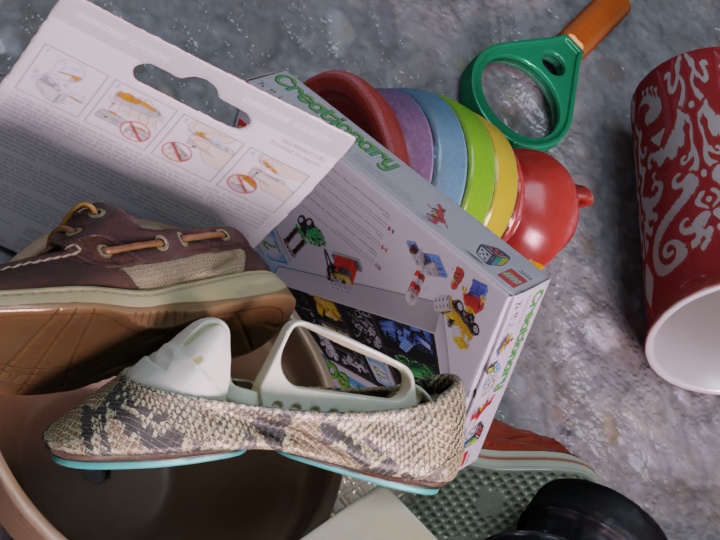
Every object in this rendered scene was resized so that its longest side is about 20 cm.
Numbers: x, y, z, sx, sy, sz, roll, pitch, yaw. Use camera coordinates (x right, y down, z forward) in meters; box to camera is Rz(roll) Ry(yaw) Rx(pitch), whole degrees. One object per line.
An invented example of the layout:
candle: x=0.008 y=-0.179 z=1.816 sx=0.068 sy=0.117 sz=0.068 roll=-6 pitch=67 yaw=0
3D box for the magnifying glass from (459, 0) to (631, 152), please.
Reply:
magnifying glass: x=0.133 y=-0.143 z=1.308 sx=0.080 sy=0.022 sz=0.200 roll=46 pitch=49 yaw=-1

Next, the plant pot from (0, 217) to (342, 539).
plant pot: x=-0.115 y=0.082 z=0.948 sx=0.201 sy=0.093 sz=0.201 roll=17 pitch=56 yaw=-26

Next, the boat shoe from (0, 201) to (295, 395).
boat shoe: x=-0.123 y=0.006 z=0.885 sx=0.200 sy=0.072 sz=0.072 roll=-6 pitch=58 yaw=-40

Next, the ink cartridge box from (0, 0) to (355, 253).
ink cartridge box: x=-0.115 y=-0.063 z=0.963 sx=0.160 sy=0.200 sz=0.047 roll=26 pitch=50 yaw=-20

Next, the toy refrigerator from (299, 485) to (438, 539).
toy refrigerator: x=-0.045 y=0.194 z=0.881 sx=0.200 sy=0.076 sz=0.070 roll=-33 pitch=55 yaw=-21

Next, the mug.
mug: x=0.259 y=-0.031 z=1.257 sx=0.177 sy=0.133 sz=0.200 roll=17 pitch=50 yaw=-26

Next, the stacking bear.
stacking bear: x=0.050 y=-0.046 z=1.137 sx=0.200 sy=0.121 sz=0.114 roll=11 pitch=64 yaw=-40

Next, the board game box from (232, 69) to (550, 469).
board game box: x=0.000 y=0.000 z=1.006 sx=0.200 sy=0.126 sz=0.035 roll=40 pitch=41 yaw=27

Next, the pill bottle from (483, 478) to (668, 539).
pill bottle: x=0.082 y=0.207 z=0.980 sx=0.112 sy=0.112 sz=0.200 roll=42 pitch=55 yaw=-6

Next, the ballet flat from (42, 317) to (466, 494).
ballet flat: x=-0.044 y=0.058 z=0.880 sx=0.200 sy=0.068 sz=0.075 roll=6 pitch=101 yaw=-16

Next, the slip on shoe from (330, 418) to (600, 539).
slip on shoe: x=0.038 y=0.110 z=1.064 sx=0.200 sy=0.074 sz=0.061 roll=9 pitch=21 yaw=-22
